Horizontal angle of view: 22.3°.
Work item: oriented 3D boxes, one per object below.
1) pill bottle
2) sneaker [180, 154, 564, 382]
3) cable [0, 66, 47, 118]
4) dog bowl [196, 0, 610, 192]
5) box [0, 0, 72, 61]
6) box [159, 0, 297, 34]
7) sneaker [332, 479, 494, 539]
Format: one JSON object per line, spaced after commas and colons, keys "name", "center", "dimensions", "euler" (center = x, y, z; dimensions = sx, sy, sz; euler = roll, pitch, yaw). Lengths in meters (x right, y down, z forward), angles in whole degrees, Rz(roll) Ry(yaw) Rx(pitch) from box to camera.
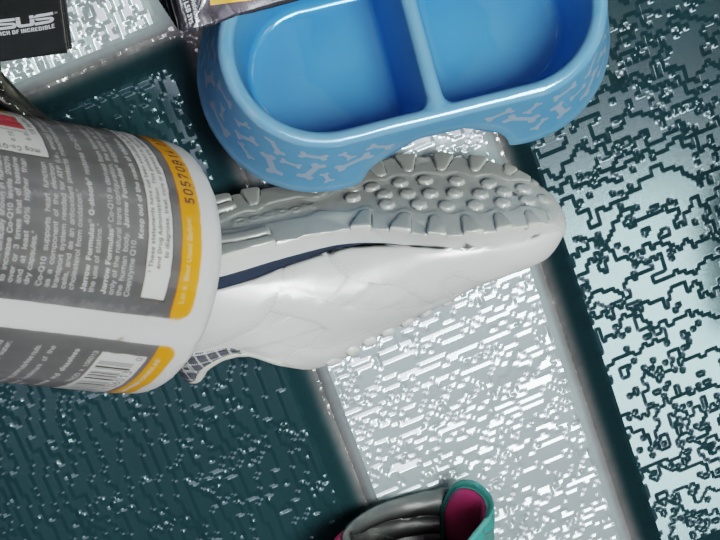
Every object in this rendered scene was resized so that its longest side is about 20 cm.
{"name": "pill bottle", "center": [-0.167, -0.012, 0.763], "dimensions": [0.199, 0.116, 0.117], "euler": [9, 106, -37]}
{"name": "sneaker", "center": [0.000, 0.000, 0.873], "dimensions": [0.198, 0.077, 0.081], "euler": [-8, 118, -3]}
{"name": "cable", "center": [-0.178, -0.100, 0.820], "dimensions": [0.096, 0.050, 0.202], "euler": [-15, 108, -12]}
{"name": "dog bowl", "center": [0.022, -0.107, 0.834], "dimensions": [0.198, 0.050, 0.113], "euler": [-14, 81, -6]}
{"name": "box", "center": [-0.206, -0.167, 0.731], "dimensions": [0.159, 0.201, 0.044], "euler": [-8, 149, -8]}
{"name": "box", "center": [-0.047, -0.188, 0.741], "dimensions": [0.114, 0.200, 0.133], "euler": [-17, 109, -7]}
{"name": "sneaker", "center": [0.063, 0.171, 0.933], "dimensions": [0.198, 0.084, 0.122], "euler": [11, 113, -12]}
